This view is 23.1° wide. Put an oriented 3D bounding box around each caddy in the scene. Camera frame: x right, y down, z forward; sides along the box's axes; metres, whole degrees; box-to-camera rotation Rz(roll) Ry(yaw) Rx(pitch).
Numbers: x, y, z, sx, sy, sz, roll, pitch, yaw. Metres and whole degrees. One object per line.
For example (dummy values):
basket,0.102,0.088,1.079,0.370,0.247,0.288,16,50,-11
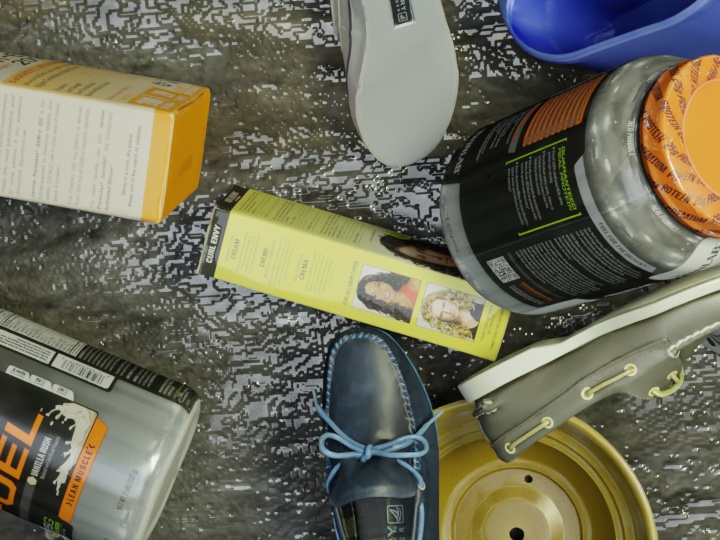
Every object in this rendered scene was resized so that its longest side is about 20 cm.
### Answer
caddy,0.165,-0.191,1.018,0.200,0.105,0.142,-16,68,47

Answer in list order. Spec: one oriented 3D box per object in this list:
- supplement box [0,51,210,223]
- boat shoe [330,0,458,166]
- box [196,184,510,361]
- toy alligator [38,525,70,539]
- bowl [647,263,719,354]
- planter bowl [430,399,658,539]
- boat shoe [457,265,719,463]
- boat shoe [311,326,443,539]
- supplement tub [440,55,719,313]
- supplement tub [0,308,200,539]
supplement box,-0.206,-0.092,1.116,0.199,0.126,0.074,10,104,3
boat shoe,0.013,-0.163,1.108,0.071,0.070,0.200,-17,125,-7
box,0.000,0.000,1.142,0.200,0.075,0.050,16,105,1
toy alligator,-0.166,0.240,1.216,0.200,0.059,0.054,40,103,-3
bowl,0.271,-0.024,1.097,0.200,0.094,0.201,1,103,6
planter bowl,0.098,0.179,1.155,0.200,0.083,0.201,0,92,14
boat shoe,0.159,0.053,1.062,0.201,0.072,0.060,-26,88,18
boat shoe,0.018,0.133,1.095,0.084,0.069,0.200,-15,88,13
supplement tub,0.146,-0.049,1.016,0.122,0.200,0.123,7,76,-30
supplement tub,-0.216,0.099,1.160,0.200,0.123,0.123,22,103,1
